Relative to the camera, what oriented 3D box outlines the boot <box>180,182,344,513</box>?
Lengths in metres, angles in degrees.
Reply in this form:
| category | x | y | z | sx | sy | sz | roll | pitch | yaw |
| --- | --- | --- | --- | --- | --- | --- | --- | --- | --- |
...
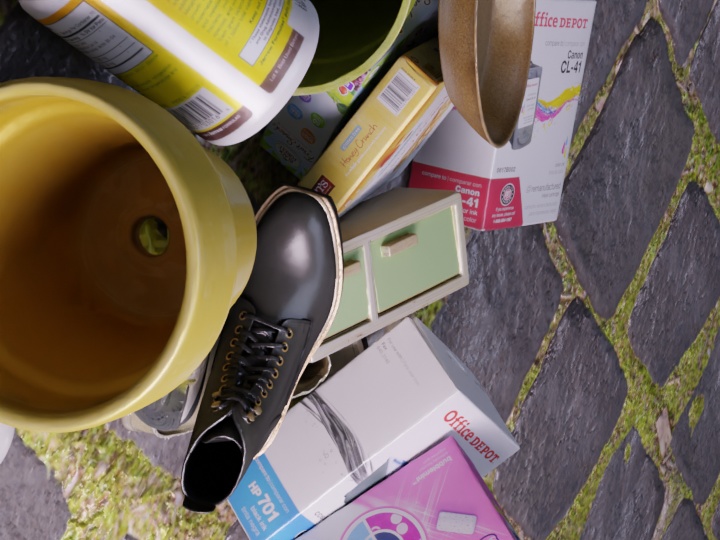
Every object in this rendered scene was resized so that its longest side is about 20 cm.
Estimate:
| category | x | y | z | sx | sy | sz | roll | pitch | yaw |
| --- | --- | --- | --- | --- | --- | --- | --- | --- | --- |
| boot | -0.064 | 0.054 | 1.253 | 0.138 | 0.077 | 0.202 | -64 | 167 | -73 |

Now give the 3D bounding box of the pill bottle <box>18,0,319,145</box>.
| category | x | y | z | sx | sy | sz | roll | pitch | yaw |
| --- | --- | --- | --- | --- | --- | --- | --- | --- | --- |
| pill bottle | -0.128 | -0.170 | 1.143 | 0.200 | 0.109 | 0.110 | 36 | 71 | -28 |

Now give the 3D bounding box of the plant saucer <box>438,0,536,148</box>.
| category | x | y | z | sx | sy | sz | roll | pitch | yaw |
| --- | --- | --- | --- | --- | --- | --- | --- | --- | --- |
| plant saucer | 0.088 | -0.187 | 1.338 | 0.200 | 0.035 | 0.202 | 4 | 90 | -75 |

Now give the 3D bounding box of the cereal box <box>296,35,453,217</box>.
| category | x | y | z | sx | sy | sz | roll | pitch | yaw |
| --- | --- | --- | --- | --- | --- | --- | --- | --- | --- |
| cereal box | 0.029 | -0.112 | 1.420 | 0.144 | 0.039 | 0.200 | -51 | 175 | 23 |

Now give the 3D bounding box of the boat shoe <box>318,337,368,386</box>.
| category | x | y | z | sx | sy | sz | roll | pitch | yaw |
| --- | --- | --- | --- | --- | --- | --- | --- | --- | --- |
| boat shoe | -0.018 | 0.016 | 1.497 | 0.063 | 0.072 | 0.201 | -43 | 133 | -37 |

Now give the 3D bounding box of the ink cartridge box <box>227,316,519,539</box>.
| category | x | y | z | sx | sy | sz | roll | pitch | yaw |
| --- | --- | --- | --- | --- | --- | --- | --- | --- | --- |
| ink cartridge box | 0.006 | 0.148 | 1.498 | 0.200 | 0.086 | 0.146 | -37 | 146 | 7 |

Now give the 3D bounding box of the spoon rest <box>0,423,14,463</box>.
| category | x | y | z | sx | sy | sz | roll | pitch | yaw |
| --- | --- | --- | --- | --- | --- | --- | --- | --- | --- |
| spoon rest | -0.276 | 0.085 | 1.116 | 0.099 | 0.061 | 0.200 | -37 | 149 | 6 |

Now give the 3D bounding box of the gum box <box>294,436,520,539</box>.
| category | x | y | z | sx | sy | sz | roll | pitch | yaw |
| --- | --- | --- | --- | --- | --- | --- | --- | --- | --- |
| gum box | 0.022 | 0.232 | 1.435 | 0.199 | 0.114 | 0.066 | -34 | 147 | 2 |

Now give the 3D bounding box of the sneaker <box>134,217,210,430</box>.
| category | x | y | z | sx | sy | sz | roll | pitch | yaw |
| --- | --- | --- | --- | --- | --- | --- | --- | --- | --- |
| sneaker | -0.116 | 0.009 | 1.313 | 0.084 | 0.074 | 0.202 | 2 | 93 | -60 |

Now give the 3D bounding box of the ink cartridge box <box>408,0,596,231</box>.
| category | x | y | z | sx | sy | sz | roll | pitch | yaw |
| --- | --- | --- | --- | --- | --- | --- | --- | --- | --- |
| ink cartridge box | 0.120 | -0.142 | 1.634 | 0.147 | 0.085 | 0.202 | -9 | 113 | -56 |

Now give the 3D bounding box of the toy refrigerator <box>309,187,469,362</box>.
| category | x | y | z | sx | sy | sz | roll | pitch | yaw |
| --- | --- | --- | --- | --- | --- | --- | --- | --- | --- |
| toy refrigerator | 0.000 | 0.000 | 1.407 | 0.199 | 0.070 | 0.077 | -24 | 113 | -49 |

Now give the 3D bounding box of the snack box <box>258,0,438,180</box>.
| category | x | y | z | sx | sy | sz | roll | pitch | yaw |
| --- | --- | --- | --- | --- | --- | --- | --- | --- | --- |
| snack box | 0.019 | -0.172 | 1.423 | 0.200 | 0.053 | 0.142 | -46 | 173 | -38 |

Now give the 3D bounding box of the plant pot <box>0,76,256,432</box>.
| category | x | y | z | sx | sy | sz | roll | pitch | yaw |
| --- | --- | --- | --- | --- | --- | --- | --- | --- | --- |
| plant pot | -0.155 | -0.015 | 1.164 | 0.189 | 0.199 | 0.202 | -15 | 117 | -73 |

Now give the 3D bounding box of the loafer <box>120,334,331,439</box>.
| category | x | y | z | sx | sy | sz | roll | pitch | yaw |
| --- | --- | --- | --- | --- | --- | --- | --- | --- | --- |
| loafer | -0.094 | 0.073 | 1.396 | 0.199 | 0.068 | 0.076 | -22 | 122 | -49 |

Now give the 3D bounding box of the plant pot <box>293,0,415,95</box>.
| category | x | y | z | sx | sy | sz | roll | pitch | yaw |
| --- | --- | --- | --- | --- | --- | --- | --- | --- | --- |
| plant pot | -0.021 | -0.246 | 1.276 | 0.193 | 0.199 | 0.202 | -48 | 142 | -54 |
